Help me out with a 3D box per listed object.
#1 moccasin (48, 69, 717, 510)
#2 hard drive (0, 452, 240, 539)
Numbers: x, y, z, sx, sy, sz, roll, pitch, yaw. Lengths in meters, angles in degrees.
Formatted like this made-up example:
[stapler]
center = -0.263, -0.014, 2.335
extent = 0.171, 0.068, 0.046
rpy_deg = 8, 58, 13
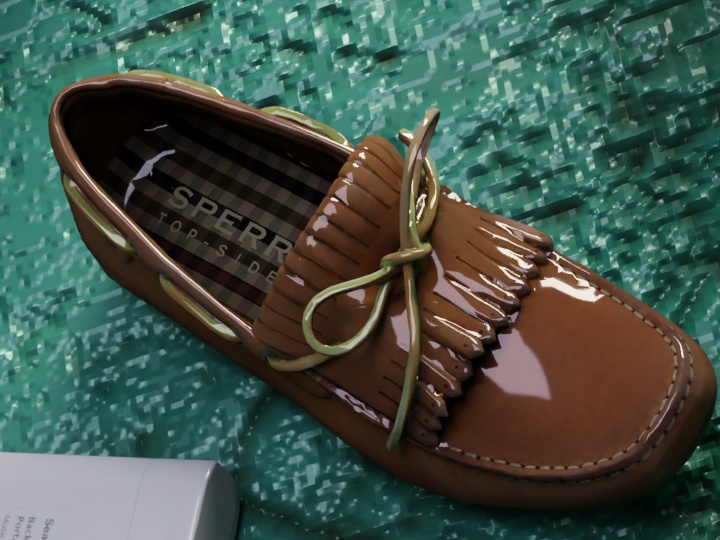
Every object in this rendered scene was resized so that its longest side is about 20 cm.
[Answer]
[moccasin]
center = 0.001, -0.001, 0.752
extent = 0.201, 0.078, 0.074
rpy_deg = 33, 79, 34
[hard drive]
center = -0.137, 0.111, 0.782
extent = 0.199, 0.027, 0.133
rpy_deg = 1, 64, 23
